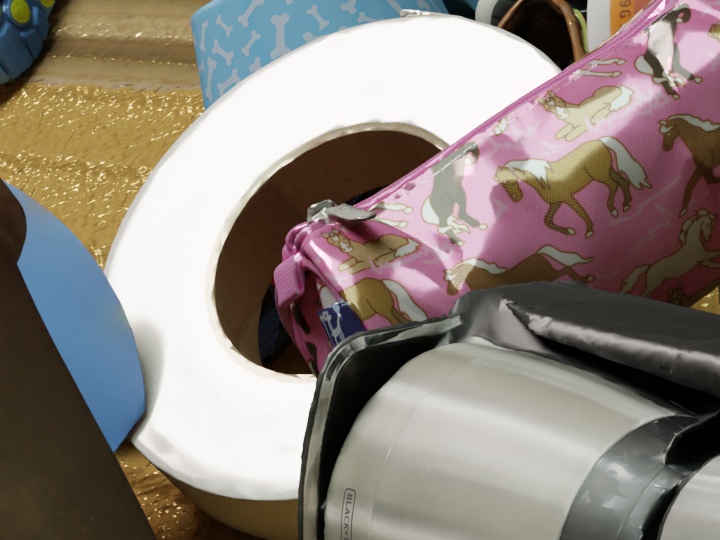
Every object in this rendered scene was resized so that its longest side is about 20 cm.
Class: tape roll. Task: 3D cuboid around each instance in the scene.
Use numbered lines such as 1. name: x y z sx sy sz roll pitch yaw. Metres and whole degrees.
1. tape roll: 0.000 0.000 1.007 0.203 0.037 0.203 -16 51 21

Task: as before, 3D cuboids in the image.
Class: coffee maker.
1. coffee maker: 0.112 0.064 0.781 0.192 0.135 0.200 -37 30 -31

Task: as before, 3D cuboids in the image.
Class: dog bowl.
1. dog bowl: -0.009 -0.102 1.206 0.111 0.050 0.200 -21 0 14

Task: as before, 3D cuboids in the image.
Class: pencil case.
1. pencil case: 0.071 -0.021 0.903 0.200 0.087 0.083 -33 50 -11

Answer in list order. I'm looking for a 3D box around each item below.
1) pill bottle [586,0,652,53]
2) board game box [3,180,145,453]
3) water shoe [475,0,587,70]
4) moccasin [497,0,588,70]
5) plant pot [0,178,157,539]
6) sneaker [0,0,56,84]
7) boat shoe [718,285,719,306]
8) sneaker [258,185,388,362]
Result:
1. pill bottle: 0.193 -0.091 1.047 0.200 0.112 0.112 -3 31 33
2. board game box: -0.173 0.058 1.002 0.200 0.158 0.039 -55 -8 -17
3. water shoe: 0.144 -0.122 1.202 0.200 0.072 0.079 -12 22 -3
4. moccasin: 0.062 -0.039 1.078 0.074 0.078 0.201 -6 35 24
5. plant pot: -0.150 0.077 0.872 0.200 0.175 0.200 -40 -10 -9
6. sneaker: -0.212 -0.139 1.511 0.083 0.071 0.200 -20 20 15
7. boat shoe: 0.203 0.012 0.889 0.200 0.066 0.072 2 34 40
8. sneaker: -0.045 -0.014 1.117 0.200 0.079 0.075 -33 27 -23
